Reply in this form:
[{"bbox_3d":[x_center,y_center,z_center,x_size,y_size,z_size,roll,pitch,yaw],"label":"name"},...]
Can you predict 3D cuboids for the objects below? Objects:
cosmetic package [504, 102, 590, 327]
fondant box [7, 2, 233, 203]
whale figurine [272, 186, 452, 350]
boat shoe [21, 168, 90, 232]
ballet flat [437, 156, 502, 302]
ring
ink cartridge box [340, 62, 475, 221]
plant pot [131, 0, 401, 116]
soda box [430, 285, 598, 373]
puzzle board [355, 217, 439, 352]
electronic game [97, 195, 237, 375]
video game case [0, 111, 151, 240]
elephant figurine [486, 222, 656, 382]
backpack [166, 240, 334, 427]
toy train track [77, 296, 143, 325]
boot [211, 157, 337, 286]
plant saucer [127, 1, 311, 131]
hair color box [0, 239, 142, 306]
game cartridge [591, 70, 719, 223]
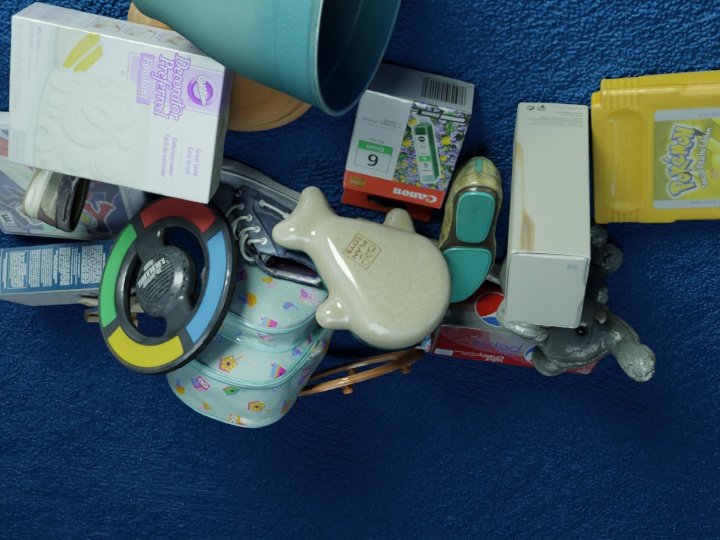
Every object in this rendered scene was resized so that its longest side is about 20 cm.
[{"bbox_3d":[0.177,-0.056,0.928,0.071,0.201,0.105,4,138,8],"label":"cosmetic package"},{"bbox_3d":[-0.227,-0.158,0.928,0.199,0.058,0.145,11,117,-2],"label":"fondant box"},{"bbox_3d":[0.000,0.000,1.047,0.200,0.159,0.104,35,161,0],"label":"whale figurine"},{"bbox_3d":[-0.288,-0.126,1.020,0.065,0.072,0.200,30,114,-8],"label":"boat shoe"},{"bbox_3d":[0.116,-0.045,1.058,0.070,0.071,0.200,9,143,2],"label":"ballet flat"},{"bbox_3d":[-0.014,0.133,1.218,0.200,0.200,0.019,-15,92,27],"label":"ring"},{"bbox_3d":[0.041,-0.113,1.008,0.108,0.051,0.200,12,139,-2],"label":"ink cartridge box"},{"bbox_3d":[-0.078,-0.247,0.789,0.187,0.200,0.201,18,141,14],"label":"plant pot"},{"bbox_3d":[0.185,0.068,1.155,0.199,0.070,0.064,9,141,-5],"label":"soda box"},{"bbox_3d":[0.042,0.025,1.192,0.150,0.017,0.200,16,139,-6],"label":"puzzle board"},{"bbox_3d":[-0.210,0.012,1.049,0.199,0.201,0.042,-19,155,30],"label":"electronic game"},{"bbox_3d":[-0.343,-0.103,1.126,0.199,0.023,0.183,5,139,7],"label":"video game case"},{"bbox_3d":[0.212,0.048,1.038,0.141,0.201,0.155,19,139,-10],"label":"elephant figurine"},{"bbox_3d":[-0.127,0.071,1.120,0.175,0.200,0.154,25,139,7],"label":"backpack"},{"bbox_3d":[-0.309,0.058,1.232,0.114,0.033,0.200,3,172,-31],"label":"toy train track"},{"bbox_3d":[-0.120,-0.055,1.079,0.199,0.091,0.073,19,139,-9],"label":"boot"},{"bbox_3d":[-0.129,-0.213,0.948,0.199,0.032,0.201,6,138,5],"label":"plant saucer"},{"bbox_3d":[-0.340,0.004,1.189,0.199,0.061,0.100,-3,170,16],"label":"hair color box"},{"bbox_3d":[0.329,-0.116,0.956,0.199,0.033,0.177,-3,137,14],"label":"game cartridge"}]
